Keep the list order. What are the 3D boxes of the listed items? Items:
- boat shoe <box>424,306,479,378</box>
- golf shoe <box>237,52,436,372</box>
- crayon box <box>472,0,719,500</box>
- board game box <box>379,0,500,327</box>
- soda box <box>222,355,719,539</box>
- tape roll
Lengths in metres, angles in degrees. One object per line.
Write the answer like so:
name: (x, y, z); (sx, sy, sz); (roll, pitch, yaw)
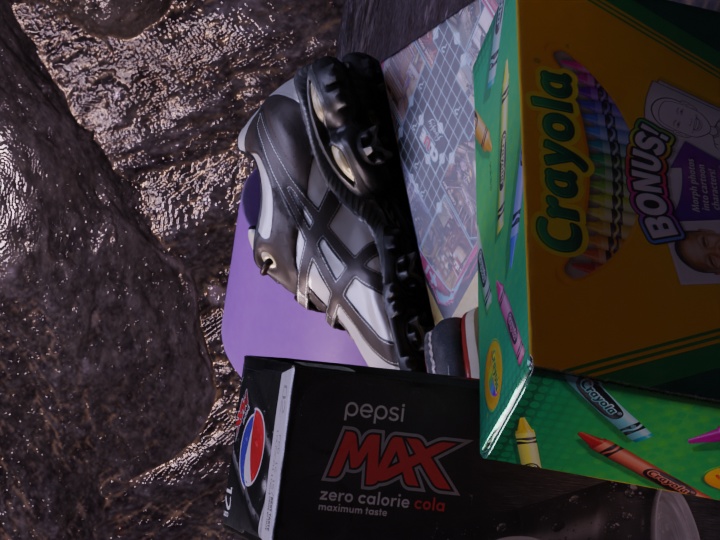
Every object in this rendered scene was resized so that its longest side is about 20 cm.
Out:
boat shoe: (0.044, 0.118, 0.825); (0.071, 0.062, 0.202); (3, -102, -65)
golf shoe: (0.000, 0.000, 0.958); (0.094, 0.077, 0.202); (-25, 75, 33)
crayon box: (0.106, -0.016, 0.744); (0.058, 0.118, 0.201); (113, 164, -48)
board game box: (0.080, -0.026, 0.879); (0.135, 0.034, 0.202); (-28, 67, 45)
soda box: (0.053, 0.078, 0.749); (0.063, 0.198, 0.072); (-178, 96, -70)
tape roll: (0.027, 0.009, 1.086); (0.201, 0.198, 0.086); (-94, 14, -60)
